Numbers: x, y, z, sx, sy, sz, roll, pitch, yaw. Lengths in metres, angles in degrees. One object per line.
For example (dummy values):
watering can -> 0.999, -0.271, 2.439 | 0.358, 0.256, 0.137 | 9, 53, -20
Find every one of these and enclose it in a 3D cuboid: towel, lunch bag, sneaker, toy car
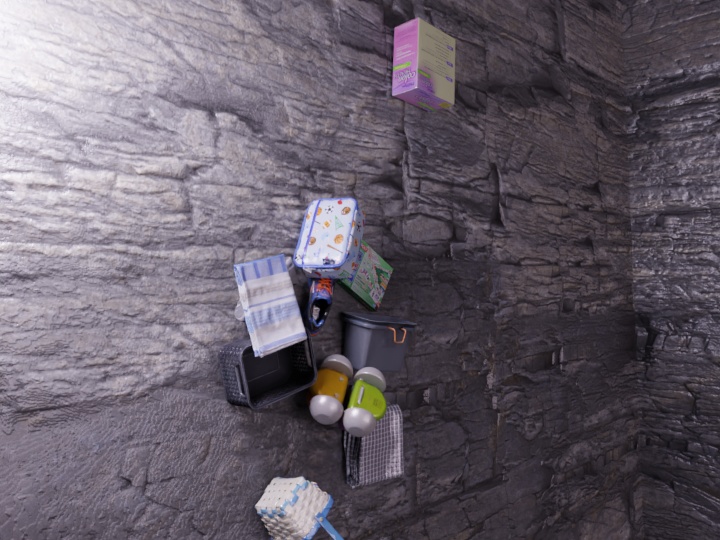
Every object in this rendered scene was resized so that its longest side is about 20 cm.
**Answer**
towel -> -0.193, 0.073, 1.367 | 0.145, 0.024, 0.204 | -14, 89, -45
towel -> 0.037, 0.455, 1.647 | 0.164, 0.085, 0.205 | 0, 88, -44
lunch bag -> -0.078, -0.075, 1.511 | 0.076, 0.157, 0.204 | 52, 46, -54
sneaker -> -0.091, 0.057, 1.530 | 0.074, 0.078, 0.204 | 14, 77, -21
toy car -> -0.038, 0.319, 1.526 | 0.196, 0.151, 0.177 | 20, 43, -2
sneaker -> -0.202, 0.056, 1.433 | 0.200, 0.074, 0.083 | -48, 118, -36

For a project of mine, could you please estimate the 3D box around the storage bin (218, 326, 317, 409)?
storage bin -> -0.204, 0.212, 1.412 | 0.198, 0.093, 0.138 | -16, 99, -43

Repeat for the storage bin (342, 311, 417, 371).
storage bin -> 0.048, 0.192, 1.647 | 0.198, 0.144, 0.137 | 8, 92, -44

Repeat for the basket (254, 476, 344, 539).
basket -> -0.125, 0.562, 1.416 | 0.139, 0.175, 0.202 | -43, 106, -41

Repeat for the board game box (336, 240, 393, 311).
board game box -> 0.000, 0.000, 1.674 | 0.200, 0.029, 0.137 | 42, 59, -35

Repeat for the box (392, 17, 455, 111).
box -> 0.186, -0.592, 1.835 | 0.174, 0.096, 0.205 | 7, 82, -45
